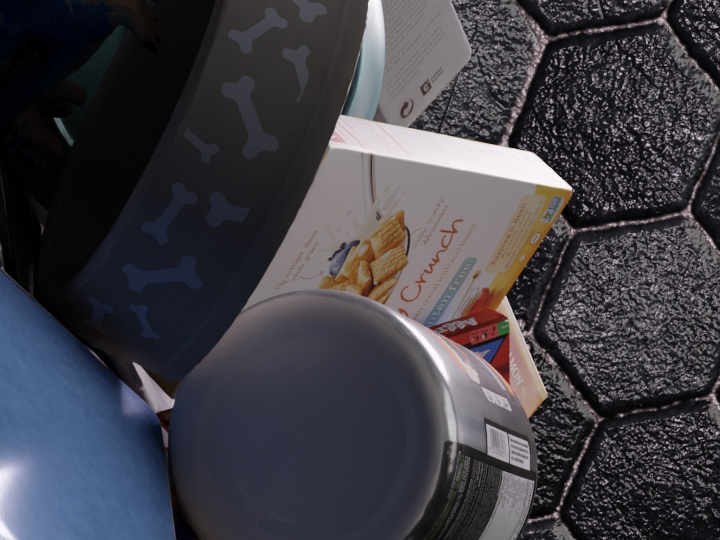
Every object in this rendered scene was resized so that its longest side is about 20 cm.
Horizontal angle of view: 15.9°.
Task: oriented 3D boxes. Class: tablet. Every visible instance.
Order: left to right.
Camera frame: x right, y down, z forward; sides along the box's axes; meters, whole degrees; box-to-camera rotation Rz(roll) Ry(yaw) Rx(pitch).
[{"bbox_3d":[-0.105,0.085,0.925,0.130,0.014,0.200,46,19,-35],"label":"tablet"}]

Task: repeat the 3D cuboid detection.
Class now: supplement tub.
[{"bbox_3d":[0.005,0.080,1.091,0.200,0.122,0.123,30,49,-72],"label":"supplement tub"}]

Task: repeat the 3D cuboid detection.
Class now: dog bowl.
[{"bbox_3d":[-0.070,-0.054,1.055,0.200,0.059,0.200,-54,-160,30],"label":"dog bowl"}]

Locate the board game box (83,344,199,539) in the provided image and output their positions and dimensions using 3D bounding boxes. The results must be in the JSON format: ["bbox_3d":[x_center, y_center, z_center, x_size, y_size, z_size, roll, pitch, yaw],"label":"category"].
[{"bbox_3d":[-0.070,0.144,1.049,0.200,0.045,0.135,51,16,-33],"label":"board game box"}]

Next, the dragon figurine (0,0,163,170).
[{"bbox_3d":[-0.145,-0.116,1.025,0.200,0.099,0.059,53,22,-48],"label":"dragon figurine"}]

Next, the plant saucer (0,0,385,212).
[{"bbox_3d":[-0.076,-0.103,1.170,0.027,0.199,0.201,-168,-112,-68],"label":"plant saucer"}]

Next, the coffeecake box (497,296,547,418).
[{"bbox_3d":[-0.003,0.070,1.365,0.073,0.200,0.154,10,-44,42],"label":"coffeecake box"}]

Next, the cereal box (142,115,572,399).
[{"bbox_3d":[0.000,0.000,1.218,0.040,0.144,0.200,45,23,31],"label":"cereal box"}]

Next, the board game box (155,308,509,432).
[{"bbox_3d":[-0.013,0.092,1.214,0.019,0.199,0.103,29,-52,49],"label":"board game box"}]

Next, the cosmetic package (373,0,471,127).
[{"bbox_3d":[-0.022,-0.165,1.311,0.102,0.074,0.200,32,-18,31],"label":"cosmetic package"}]

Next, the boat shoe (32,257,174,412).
[{"bbox_3d":[-0.117,0.075,1.225,0.069,0.072,0.201,-77,167,-48],"label":"boat shoe"}]

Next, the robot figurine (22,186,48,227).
[{"bbox_3d":[-0.112,-0.085,1.301,0.200,0.124,0.151,-102,177,-57],"label":"robot figurine"}]
